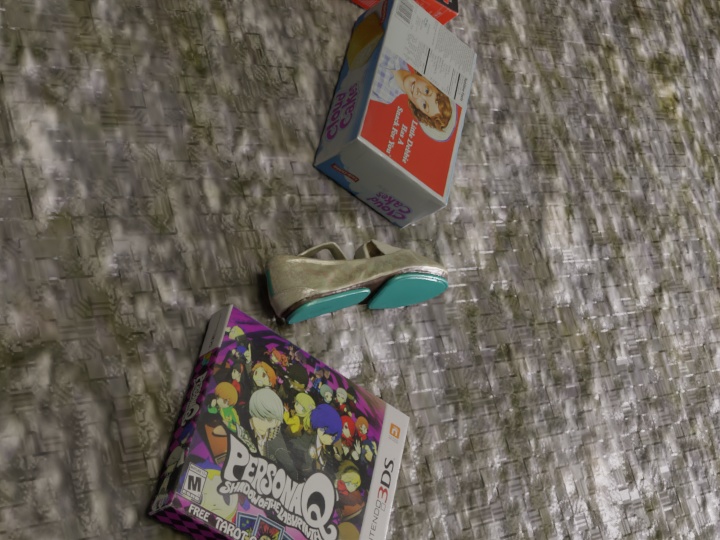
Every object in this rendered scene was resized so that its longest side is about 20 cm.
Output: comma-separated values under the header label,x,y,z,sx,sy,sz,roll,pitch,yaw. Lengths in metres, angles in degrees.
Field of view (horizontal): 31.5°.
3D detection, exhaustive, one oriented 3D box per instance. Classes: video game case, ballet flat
label,x,y,z,sx,sy,sz,roll,pitch,yaw
video game case,-0.056,0.152,1.013,0.199,0.036,0.183,35,49,-25
ballet flat,0.000,0.000,1.121,0.199,0.067,0.063,-7,64,-44

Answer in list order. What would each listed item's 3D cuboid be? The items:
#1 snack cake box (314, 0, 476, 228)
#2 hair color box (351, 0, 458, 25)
label,x,y,z,sx,sy,sz,roll,pitch,yaw
snack cake box,0.038,-0.157,1.229,0.115,0.067,0.202,35,50,-27
hair color box,0.008,-0.326,1.288,0.199,0.061,0.103,20,58,-33
